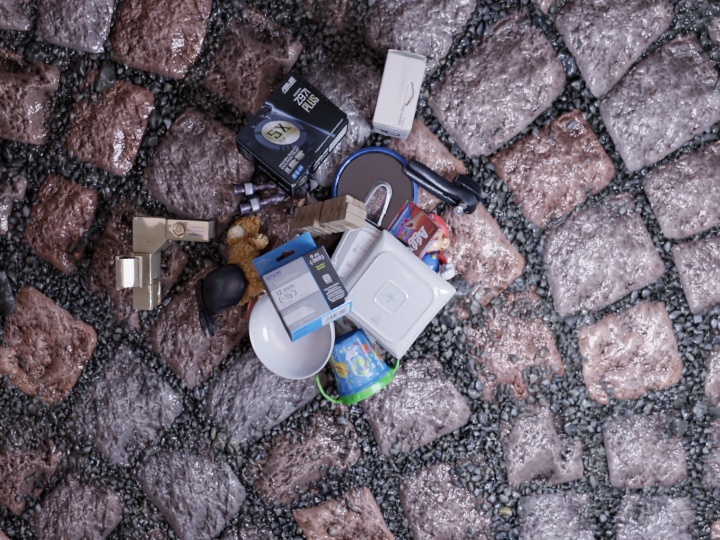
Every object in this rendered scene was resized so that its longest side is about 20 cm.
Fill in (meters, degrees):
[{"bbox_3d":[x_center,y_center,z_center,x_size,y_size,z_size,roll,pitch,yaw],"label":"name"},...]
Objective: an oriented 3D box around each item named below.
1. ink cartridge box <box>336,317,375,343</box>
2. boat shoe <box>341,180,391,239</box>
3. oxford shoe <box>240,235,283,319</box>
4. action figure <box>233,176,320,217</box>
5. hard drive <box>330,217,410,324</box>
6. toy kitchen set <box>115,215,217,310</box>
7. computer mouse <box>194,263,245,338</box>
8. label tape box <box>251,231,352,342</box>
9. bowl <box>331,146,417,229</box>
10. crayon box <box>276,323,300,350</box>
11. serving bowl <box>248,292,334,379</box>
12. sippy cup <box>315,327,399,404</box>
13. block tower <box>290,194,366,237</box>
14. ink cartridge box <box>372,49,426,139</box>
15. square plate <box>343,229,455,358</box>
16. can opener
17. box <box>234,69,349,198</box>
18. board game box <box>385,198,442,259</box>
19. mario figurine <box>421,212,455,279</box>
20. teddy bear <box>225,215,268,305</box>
[{"bbox_3d":[0.029,0.061,1.495,0.199,0.050,0.163,-42,94,22],"label":"ink cartridge box"},{"bbox_3d":[0.012,-0.099,1.415,0.071,0.069,0.203,32,97,-2],"label":"boat shoe"},{"bbox_3d":[-0.210,0.022,1.489,0.072,0.071,0.204,19,97,-26],"label":"oxford shoe"},{"bbox_3d":[-0.183,-0.180,1.455,0.195,0.069,0.134,-12,90,-11],"label":"action figure"},{"bbox_3d":[0.000,0.000,1.384,0.138,0.038,0.203,31,107,3],"label":"hard drive"},{"bbox_3d":[-0.424,-0.011,1.435,0.175,0.163,0.206,3,97,2],"label":"toy kitchen set"},{"bbox_3d":[-0.319,0.054,1.426,0.199,0.052,0.142,-34,67,43],"label":"computer mouse"},{"bbox_3d":[-0.123,0.021,1.330,0.141,0.066,0.203,-26,72,-13],"label":"label tape box"},{"bbox_3d":[0.032,-0.174,1.460,0.194,0.039,0.207,0,96,3],"label":"bowl"},{"bbox_3d":[-0.128,0.087,1.475,0.115,0.058,0.206,8,99,12],"label":"crayon box"},{"bbox_3d":[-0.141,0.128,1.415,0.195,0.066,0.206,4,102,17],"label":"serving bowl"},{"bbox_3d":[-0.011,0.208,1.459,0.138,0.176,0.133,-24,95,50],"label":"sippy cup"},{"bbox_3d":[-0.068,-0.112,1.372,0.057,0.197,0.056,22,73,-37],"label":"block tower"},{"bbox_3d":[0.078,-0.361,1.355,0.081,0.200,0.149,13,97,0],"label":"ink cartridge box"},{"bbox_3d":[0.064,0.055,1.351,0.199,0.028,0.199,38,105,-4],"label":"square plate"},{"bbox_3d":[0.177,-0.184,1.436,0.196,0.064,0.080,23,54,-13],"label":"can opener"},{"bbox_3d":[-0.144,-0.291,1.397,0.163,0.086,0.201,39,79,2],"label":"box"},{"bbox_3d":[0.081,-0.041,1.399,0.103,0.019,0.202,44,110,25],"label":"board game box"},{"bbox_3d":[0.138,-0.032,1.413,0.120,0.106,0.205,15,74,-15],"label":"mario figurine"},{"bbox_3d":[-0.256,-0.026,1.430,0.066,0.143,0.206,8,77,-37],"label":"teddy bear"}]
